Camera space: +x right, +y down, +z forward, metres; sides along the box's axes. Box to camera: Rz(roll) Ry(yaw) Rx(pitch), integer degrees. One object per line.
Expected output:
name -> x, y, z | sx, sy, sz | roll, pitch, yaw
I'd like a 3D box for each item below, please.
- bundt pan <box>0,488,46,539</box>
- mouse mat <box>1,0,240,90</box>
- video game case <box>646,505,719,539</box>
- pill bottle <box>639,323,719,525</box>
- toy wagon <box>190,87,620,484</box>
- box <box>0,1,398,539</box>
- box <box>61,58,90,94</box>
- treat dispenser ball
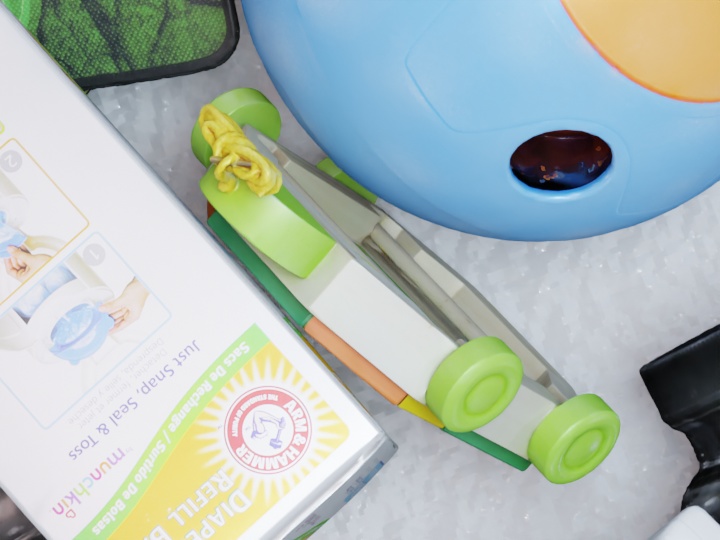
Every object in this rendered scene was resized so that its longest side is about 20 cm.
bundt pan -> -0.175, 0.126, 1.007 | 0.202, 0.076, 0.202 | 0, 90, 6
mouse mat -> -0.134, -0.156, 0.963 | 0.161, 0.008, 0.200 | -8, 103, 13
video game case -> 0.132, 0.178, 0.925 | 0.182, 0.200, 0.023 | 45, 60, 5
pill bottle -> 0.179, 0.103, 0.952 | 0.112, 0.112, 0.200 | -28, 86, 5
toy wagon -> 0.000, 0.000, 0.926 | 0.040, 0.200, 0.155 | -50, 54, 8
box -> -0.090, 0.018, 0.911 | 0.101, 0.112, 0.200 | -42, 83, -2
box -> -0.211, -0.089, 1.028 | 0.200, 0.044, 0.160 | 40, 95, 5
treat dispenser ball -> 0.059, -0.110, 0.921 | 0.201, 0.201, 0.201 | 0, 90, 6
